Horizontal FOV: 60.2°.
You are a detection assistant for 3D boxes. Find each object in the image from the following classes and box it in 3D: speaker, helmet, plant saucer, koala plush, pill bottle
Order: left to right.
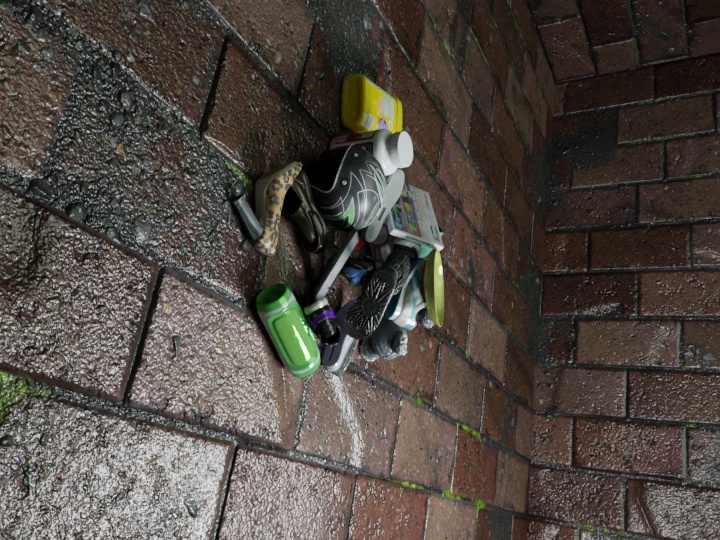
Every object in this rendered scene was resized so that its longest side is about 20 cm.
[{"bbox_3d":[-0.153,0.130,1.330,0.089,0.087,0.203,-56,134,-45],"label":"speaker"},{"bbox_3d":[-0.029,-0.192,1.459,0.199,0.187,0.205,5,84,-60],"label":"helmet"},{"bbox_3d":[0.026,-0.291,1.555,0.112,0.197,0.116,5,84,-59],"label":"pill bottle"},{"bbox_3d":[0.083,0.150,1.672,0.184,0.175,0.203,45,50,-34],"label":"koala plush"},{"bbox_3d":[0.194,0.046,1.633,0.200,0.030,0.205,-2,90,-76],"label":"plant saucer"}]

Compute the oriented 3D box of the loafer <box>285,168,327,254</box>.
[{"bbox_3d":[-0.138,-0.127,1.398,0.071,0.072,0.203,-35,108,-51],"label":"loafer"}]

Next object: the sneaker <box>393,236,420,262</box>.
[{"bbox_3d":[0.119,-0.008,1.703,0.200,0.074,0.116,61,45,-66],"label":"sneaker"}]

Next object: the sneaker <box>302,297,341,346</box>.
[{"bbox_3d":[-0.082,0.124,1.384,0.101,0.069,0.200,60,-4,6],"label":"sneaker"}]

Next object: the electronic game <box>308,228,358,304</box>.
[{"bbox_3d":[-0.063,-0.008,1.432,0.201,0.041,0.201,-58,-179,-44],"label":"electronic game"}]

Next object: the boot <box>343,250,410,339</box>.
[{"bbox_3d":[0.046,0.060,1.518,0.213,0.079,0.158,-56,177,23],"label":"boot"}]

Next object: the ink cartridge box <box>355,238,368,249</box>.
[{"bbox_3d":[0.024,-0.163,1.698,0.199,0.043,0.177,-29,111,-57],"label":"ink cartridge box"}]

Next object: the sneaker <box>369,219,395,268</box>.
[{"bbox_3d":[0.061,-0.081,1.722,0.100,0.073,0.204,-54,152,-56],"label":"sneaker"}]

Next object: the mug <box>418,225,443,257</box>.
[{"bbox_3d":[0.141,-0.111,1.796,0.183,0.152,0.115,16,116,-47],"label":"mug"}]

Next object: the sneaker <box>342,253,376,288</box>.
[{"bbox_3d":[0.000,0.000,1.548,0.200,0.081,0.072,-139,-156,-82],"label":"sneaker"}]

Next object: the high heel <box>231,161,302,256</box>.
[{"bbox_3d":[-0.172,-0.133,1.318,0.200,0.071,0.144,-43,119,-33],"label":"high heel"}]

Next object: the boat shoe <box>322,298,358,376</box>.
[{"bbox_3d":[-0.039,0.168,1.555,0.202,0.071,0.071,-63,149,-25],"label":"boat shoe"}]

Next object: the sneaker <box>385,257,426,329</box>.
[{"bbox_3d":[0.132,0.057,1.607,0.080,0.076,0.202,33,61,-16],"label":"sneaker"}]

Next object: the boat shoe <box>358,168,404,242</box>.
[{"bbox_3d":[0.043,-0.175,1.592,0.070,0.063,0.202,28,92,-55],"label":"boat shoe"}]

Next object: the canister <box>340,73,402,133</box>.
[{"bbox_3d":[0.031,-0.430,1.686,0.199,0.085,0.152,12,78,-58],"label":"canister"}]

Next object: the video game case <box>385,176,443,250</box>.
[{"bbox_3d":[0.134,-0.159,1.687,0.180,0.023,0.203,16,48,-33],"label":"video game case"}]
